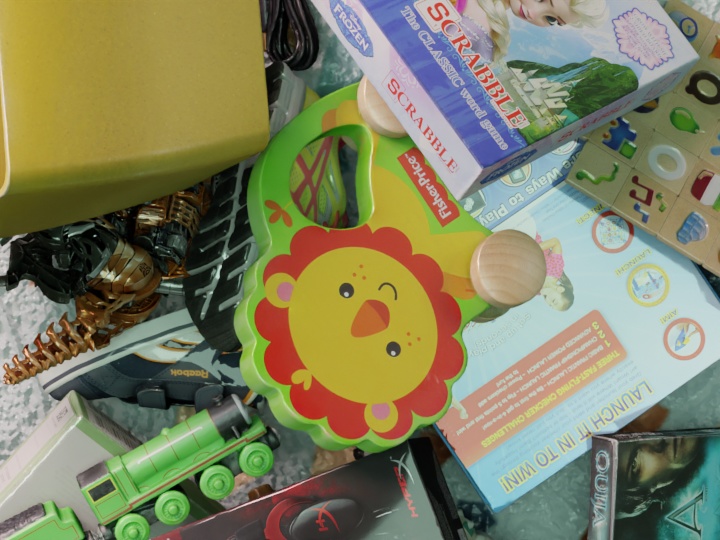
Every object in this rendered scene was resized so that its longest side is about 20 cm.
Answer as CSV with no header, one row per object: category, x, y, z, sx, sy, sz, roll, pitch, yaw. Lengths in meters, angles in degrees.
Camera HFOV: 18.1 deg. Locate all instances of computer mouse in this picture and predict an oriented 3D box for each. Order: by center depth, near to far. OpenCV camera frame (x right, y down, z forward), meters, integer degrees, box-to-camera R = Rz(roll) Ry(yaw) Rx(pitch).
computer mouse,0.030,-0.181,1.461,0.199,0.044,0.110,2,93,3

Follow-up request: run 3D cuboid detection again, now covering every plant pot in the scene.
plant pot,-0.162,-0.126,1.331,0.176,0.200,0.201,-1,81,-27

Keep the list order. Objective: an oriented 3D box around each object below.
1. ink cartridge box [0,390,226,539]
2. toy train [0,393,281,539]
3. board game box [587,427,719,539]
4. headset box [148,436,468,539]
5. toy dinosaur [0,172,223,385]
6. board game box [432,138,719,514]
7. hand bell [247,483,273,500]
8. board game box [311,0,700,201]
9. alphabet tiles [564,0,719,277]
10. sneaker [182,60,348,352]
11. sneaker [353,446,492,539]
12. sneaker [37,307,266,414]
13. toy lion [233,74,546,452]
ink cartridge box,-0.198,0.197,1.467,0.200,0.048,0.145,-47,117,5
toy train,-0.144,0.141,1.419,0.200,0.042,0.057,-30,106,-6
board game box,0.202,0.203,1.450,0.135,0.028,0.201,-1,95,-34
headset box,-0.028,0.207,1.401,0.199,0.075,0.149,-21,82,11
toy dinosaur,-0.164,-0.010,1.430,0.135,0.200,0.102,25,123,15
board game box,0.110,0.019,1.454,0.200,0.056,0.196,-34,92,-2
hand bell,-0.027,0.234,1.484,0.104,0.104,0.201,-24,79,4
board game box,0.079,-0.165,1.384,0.199,0.041,0.200,-29,77,-36
alphabet tiles,0.220,-0.082,1.432,0.200,0.006,0.167,31,61,1
sneaker,-0.046,-0.033,1.426,0.090,0.078,0.201,31,59,-28
sneaker,0.057,0.178,1.475,0.093,0.070,0.200,-16,93,-3
sneaker,-0.107,0.063,1.467,0.199,0.078,0.080,-19,87,2
toy lion,0.000,0.000,1.359,0.191,0.069,0.200,-33,90,-23
